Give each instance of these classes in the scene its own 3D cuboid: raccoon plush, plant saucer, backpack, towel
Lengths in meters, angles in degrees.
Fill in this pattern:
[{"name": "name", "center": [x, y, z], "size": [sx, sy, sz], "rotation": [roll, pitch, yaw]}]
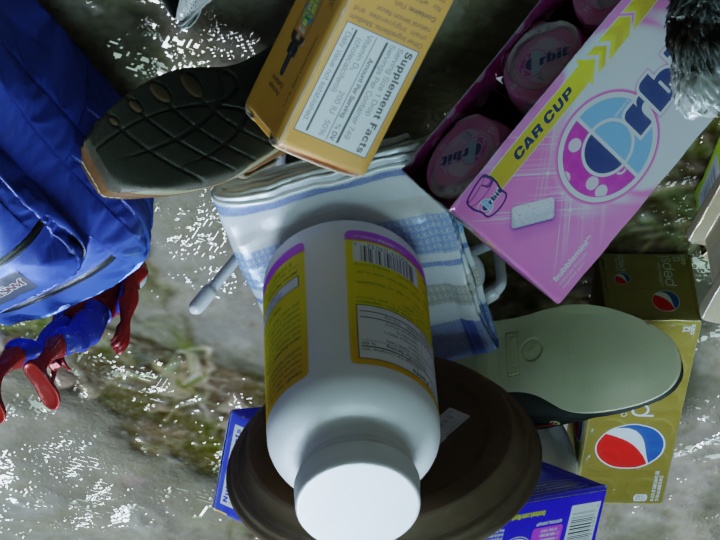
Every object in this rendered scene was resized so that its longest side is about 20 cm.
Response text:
[{"name": "raccoon plush", "center": [0.160, -0.197, 1.461], "size": [0.134, 0.201, 0.097], "rotation": [14, 149, -37]}, {"name": "plant saucer", "center": [0.014, 0.112, 1.638], "size": [0.199, 0.200, 0.030], "rotation": [-5, 124, 1]}, {"name": "backpack", "center": [-0.225, -0.051, 1.599], "size": [0.162, 0.168, 0.200], "rotation": [-19, 139, 25]}, {"name": "towel", "center": [0.000, 0.000, 1.673], "size": [0.146, 0.024, 0.200], "rotation": [-13, 135, 9]}]

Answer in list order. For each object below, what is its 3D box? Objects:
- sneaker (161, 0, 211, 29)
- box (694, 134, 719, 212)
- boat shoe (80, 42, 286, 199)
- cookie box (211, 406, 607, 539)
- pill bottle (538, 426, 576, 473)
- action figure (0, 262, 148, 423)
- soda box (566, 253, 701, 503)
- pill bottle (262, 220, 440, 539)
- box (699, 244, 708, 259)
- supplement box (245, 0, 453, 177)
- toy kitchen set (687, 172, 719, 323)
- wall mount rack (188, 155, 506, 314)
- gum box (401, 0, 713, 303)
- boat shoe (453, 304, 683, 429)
[{"name": "sneaker", "center": [-0.147, -0.213, 1.458], "size": [0.200, 0.082, 0.075], "rotation": [34, 163, -14]}, {"name": "box", "center": [0.331, -0.065, 1.712], "size": [0.199, 0.048, 0.122], "rotation": [6, 136, -10]}, {"name": "boat shoe", "center": [-0.079, -0.085, 1.592], "size": [0.199, 0.076, 0.074], "rotation": [-22, 166, -29]}, {"name": "cookie box", "center": [0.032, 0.150, 1.732], "size": [0.171, 0.199, 0.076], "rotation": [-2, 108, -54]}, {"name": "pill bottle", "center": [0.053, 0.167, 1.892], "size": [0.108, 0.109, 0.200], "rotation": [28, 128, -30]}, {"name": "action figure", "center": [-0.179, 0.037, 1.684], "size": [0.065, 0.200, 0.052], "rotation": [-20, 109, 27]}, {"name": "soda box", "center": [0.189, 0.078, 1.840], "size": [0.067, 0.064, 0.201], "rotation": [0, 136, -3]}, {"name": "pill bottle", "center": [-0.006, 0.069, 1.578], "size": [0.104, 0.201, 0.105], "rotation": [-1, 131, -2]}, {"name": "box", "center": [0.346, -0.031, 1.697], "size": [0.199, 0.021, 0.164], "rotation": [22, 130, -23]}, {"name": "supplement box", "center": [0.009, -0.158, 1.514], "size": [0.069, 0.067, 0.201], "rotation": [23, 104, -27]}, {"name": "toy kitchen set", "center": [0.330, -0.004, 1.591], "size": [0.199, 0.164, 0.181], "rotation": [11, 134, -15]}, {"name": "wall mount rack", "center": [-0.008, -0.002, 1.733], "size": [0.173, 0.075, 0.200], "rotation": [-26, 132, 25]}, {"name": "gum box", "center": [0.135, -0.096, 1.591], "size": [0.200, 0.066, 0.113], "rotation": [-50, 127, 1]}, {"name": "boat shoe", "center": [0.126, 0.068, 1.761], "size": [0.200, 0.074, 0.063], "rotation": [-5, 159, 27]}]
